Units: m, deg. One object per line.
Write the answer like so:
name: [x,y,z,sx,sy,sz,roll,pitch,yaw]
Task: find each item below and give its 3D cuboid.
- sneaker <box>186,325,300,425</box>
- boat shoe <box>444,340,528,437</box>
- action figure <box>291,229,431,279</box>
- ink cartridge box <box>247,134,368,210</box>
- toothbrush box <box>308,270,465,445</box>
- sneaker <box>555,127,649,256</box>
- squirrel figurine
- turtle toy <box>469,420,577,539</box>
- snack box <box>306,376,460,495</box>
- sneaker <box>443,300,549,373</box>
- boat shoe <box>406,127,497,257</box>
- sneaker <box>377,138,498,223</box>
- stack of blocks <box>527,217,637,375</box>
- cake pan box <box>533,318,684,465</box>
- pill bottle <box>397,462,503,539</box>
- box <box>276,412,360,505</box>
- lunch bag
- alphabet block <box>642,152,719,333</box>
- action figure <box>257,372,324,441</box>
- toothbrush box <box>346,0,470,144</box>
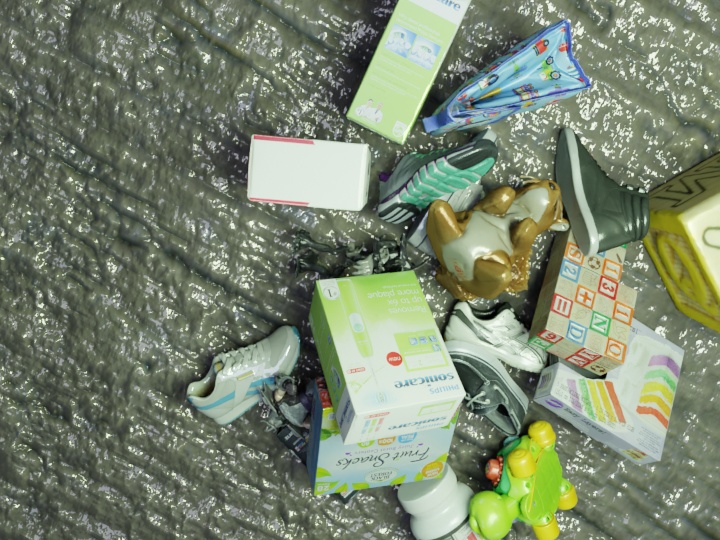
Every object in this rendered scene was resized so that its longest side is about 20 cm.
sneaker: [-0.174,0.152,0.988,0.200,0.077,0.081,-42,126,8]
boat shoe: [0.180,0.178,0.957,0.071,0.068,0.200,-13,133,39]
action figure: [0.000,0.000,0.947,0.198,0.103,0.119,9,134,3]
ink cartridge box: [-0.061,-0.131,0.882,0.143,0.200,0.085,5,98,1]
toothbrush box: [0.027,0.107,0.848,0.144,0.201,0.086,-5,143,-18]
sneaker: [0.338,-0.115,0.907,0.098,0.071,0.202,-6,64,-1]
squirrel figurine: [0.198,-0.047,0.916,0.186,0.201,0.142,-37,67,-21]
turtle toy: [0.237,0.325,0.974,0.101,0.200,0.147,-13,102,43]
snack box: [0.030,0.227,0.921,0.198,0.068,0.170,-1,122,-15]
sneaker: [0.229,0.094,0.973,0.198,0.076,0.088,11,101,0]
boat shoe: [0.146,-0.108,0.944,0.065,0.072,0.201,32,101,-8]
sneaker: [0.094,-0.145,0.894,0.199,0.074,0.088,-28,58,36]
stack of blocks: [0.319,0.029,0.912,0.114,0.059,0.201,23,63,-2]
cake pan box: [0.359,0.148,0.941,0.199,0.052,0.185,32,61,-6]
pill bottle: [0.147,0.406,1.010,0.116,0.116,0.201,-30,98,7]
box: [-0.009,0.244,1.023,0.200,0.046,0.159,-44,95,8]
lunch bag: [0.174,-0.237,0.868,0.199,0.151,0.095,-24,99,0]
alphabet block: [0.518,-0.049,0.876,0.199,0.196,0.196,-29,96,7]
action figure: [-0.064,0.182,0.951,0.199,0.070,0.130,-33,123,10]
toothbrush box: [0.062,-0.277,0.871,0.086,0.146,0.201,24,99,-3]
